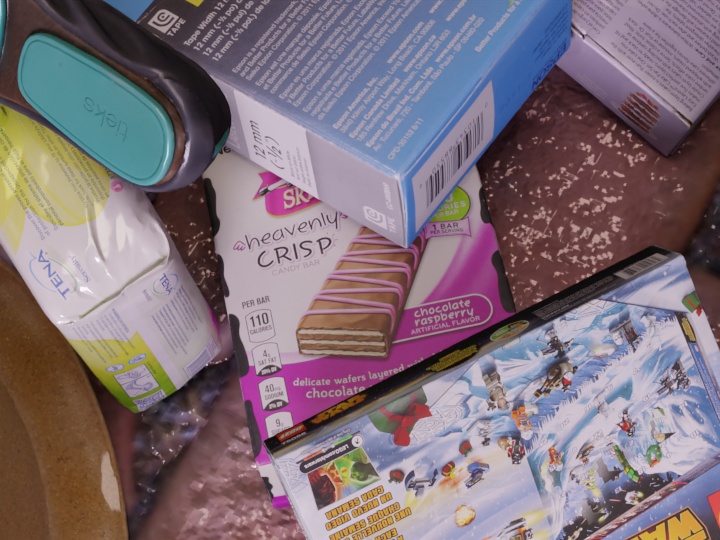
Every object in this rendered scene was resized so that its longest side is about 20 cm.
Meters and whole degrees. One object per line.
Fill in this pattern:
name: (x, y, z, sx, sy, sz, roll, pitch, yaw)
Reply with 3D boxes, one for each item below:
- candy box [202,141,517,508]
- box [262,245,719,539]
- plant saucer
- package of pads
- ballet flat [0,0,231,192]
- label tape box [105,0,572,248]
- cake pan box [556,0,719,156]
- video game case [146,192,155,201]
candy box: (0.000, 0.000, 0.874, 0.135, 0.061, 0.202, -13, 62, -1)
box: (0.074, 0.094, 0.790, 0.199, 0.040, 0.138, -25, 102, -7)
plant saucer: (-0.162, 0.089, 0.777, 0.035, 0.200, 0.202, -18, 61, 14)
package of pads: (-0.145, -0.045, 0.846, 0.068, 0.155, 0.201, -33, 72, -6)
ballet flat: (-0.134, -0.100, 0.759, 0.199, 0.073, 0.073, 34, 71, 17)
label tape box: (-0.017, -0.121, 0.872, 0.199, 0.066, 0.144, 29, 66, 24)
cake pan box: (0.144, -0.190, 0.935, 0.200, 0.052, 0.184, 39, 71, 5)
video game case: (-0.164, -0.133, 0.984, 0.142, 0.018, 0.202, 4, 64, 9)
